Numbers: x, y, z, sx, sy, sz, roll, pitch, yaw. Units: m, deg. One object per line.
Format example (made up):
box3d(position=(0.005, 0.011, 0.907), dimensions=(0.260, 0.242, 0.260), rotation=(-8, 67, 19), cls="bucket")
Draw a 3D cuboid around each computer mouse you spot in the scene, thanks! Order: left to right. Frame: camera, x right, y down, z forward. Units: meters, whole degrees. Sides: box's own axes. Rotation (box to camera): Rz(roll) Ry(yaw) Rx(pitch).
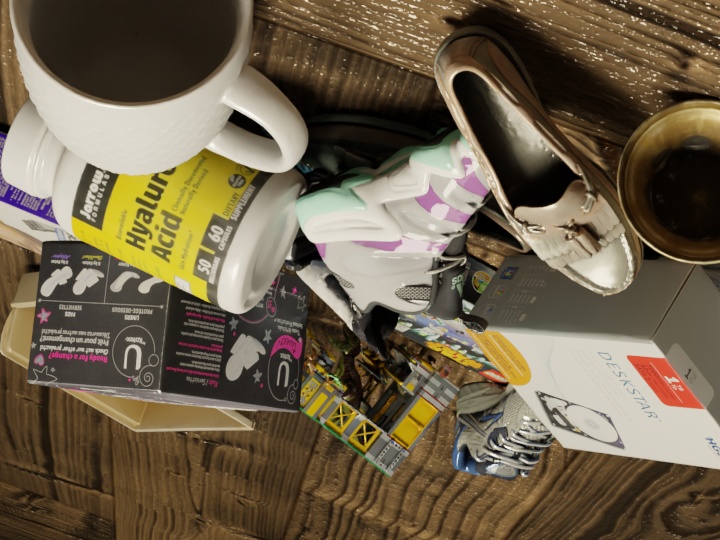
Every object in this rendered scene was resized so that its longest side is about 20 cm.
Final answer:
box3d(position=(-0.070, -0.081, 1.410), dimensions=(0.200, 0.034, 0.059), rotation=(38, 162, 0), cls="computer mouse")

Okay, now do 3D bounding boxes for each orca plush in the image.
box3d(position=(0.000, 0.000, 1.491), dimensions=(0.105, 0.071, 0.200), rotation=(40, -178, -5), cls="orca plush")

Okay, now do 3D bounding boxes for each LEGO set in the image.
box3d(position=(-0.002, 0.083, 1.729), dimensions=(0.154, 0.116, 0.200), rotation=(39, 179, -14), cls="LEGO set")

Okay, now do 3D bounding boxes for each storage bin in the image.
box3d(position=(-0.223, 0.075, 1.926), dimensions=(0.198, 0.094, 0.200), rotation=(34, 155, -34), cls="storage bin")

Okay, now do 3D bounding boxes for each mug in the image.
box3d(position=(-0.123, -0.125, 1.251), dimensions=(0.200, 0.148, 0.175), rotation=(29, 162, 4), cls="mug")

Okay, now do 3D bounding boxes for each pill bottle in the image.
box3d(position=(-0.148, -0.058, 1.379), dimensions=(0.200, 0.111, 0.111), rotation=(25, 161, 12), cls="pill bottle")

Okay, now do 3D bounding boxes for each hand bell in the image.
box3d(position=(0.223, -0.037, 1.298), dimensions=(0.104, 0.104, 0.200), rotation=(16, 172, 10), cls="hand bell")

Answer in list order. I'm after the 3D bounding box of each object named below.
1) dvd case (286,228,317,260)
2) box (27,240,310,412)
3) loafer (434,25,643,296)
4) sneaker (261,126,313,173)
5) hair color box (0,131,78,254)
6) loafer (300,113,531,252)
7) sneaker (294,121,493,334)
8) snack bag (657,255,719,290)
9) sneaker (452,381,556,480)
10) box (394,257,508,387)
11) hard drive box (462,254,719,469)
box3d(position=(-0.117, -0.047, 1.527), dimensions=(0.199, 0.018, 0.143), rotation=(13, -166, 17), cls="dvd case")
box3d(position=(-0.147, 0.048, 1.530), dimensions=(0.132, 0.115, 0.200), rotation=(2, 172, 30), cls="box")
box3d(position=(0.109, -0.060, 1.227), dimensions=(0.072, 0.063, 0.200), rotation=(-31, 105, 19), cls="loafer")
box3d(position=(-0.122, -0.086, 1.483), dimensions=(0.199, 0.077, 0.081), rotation=(17, 178, 3), cls="sneaker")
box3d(position=(-0.255, -0.050, 1.661), dimensions=(0.200, 0.065, 0.109), rotation=(23, 162, 8), cls="hair color box")
box3d(position=(0.041, -0.063, 1.389), dimensions=(0.199, 0.063, 0.072), rotation=(12, 159, 19), cls="loafer")
box3d(position=(0.064, -0.023, 1.331), dimensions=(0.200, 0.078, 0.140), rotation=(-20, 100, 36), cls="sneaker")
box3d(position=(0.333, 0.047, 1.462), dimensions=(0.188, 0.021, 0.200), rotation=(5, 155, 32), cls="snack bag")
box3d(position=(0.138, 0.140, 1.666), dimensions=(0.077, 0.085, 0.200), rotation=(25, 160, -15), cls="sneaker")
box3d(position=(0.080, 0.032, 1.625), dimensions=(0.200, 0.040, 0.137), rotation=(27, 159, -20), cls="box")
box3d(position=(0.201, 0.067, 1.468), dimensions=(0.200, 0.077, 0.156), rotation=(1, 139, 52), cls="hard drive box")
